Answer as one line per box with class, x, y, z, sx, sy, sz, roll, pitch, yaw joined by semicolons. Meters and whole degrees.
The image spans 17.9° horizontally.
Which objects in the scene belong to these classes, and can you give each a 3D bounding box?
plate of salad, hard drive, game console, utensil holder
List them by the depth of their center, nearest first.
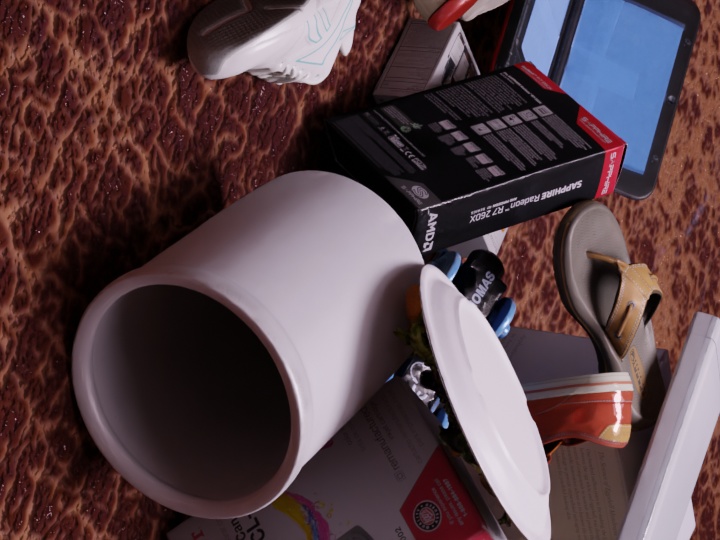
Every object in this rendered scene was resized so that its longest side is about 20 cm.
utensil holder;-0.065;0.043;1.495;0.200;0.169;0.172;-38;130;-54
plate of salad;0.075;0.092;1.511;0.201;0.048;0.201;61;13;-24
hard drive;0.245;0.150;1.789;0.132;0.026;0.201;68;41;-61
game console;0.197;-0.189;1.891;0.173;0.118;0.201;62;41;-59

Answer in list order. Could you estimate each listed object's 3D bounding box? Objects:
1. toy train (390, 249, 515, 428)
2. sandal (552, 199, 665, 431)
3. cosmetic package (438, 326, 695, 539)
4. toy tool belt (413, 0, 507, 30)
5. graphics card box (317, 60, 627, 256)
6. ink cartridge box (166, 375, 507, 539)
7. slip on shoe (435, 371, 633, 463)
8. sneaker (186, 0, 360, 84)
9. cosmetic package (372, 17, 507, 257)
toy train;0.041;0.070;1.743;0.087;0.114;0.201;39;65;-16
sandal;0.201;0.035;1.726;0.082;0.054;0.201;-40;120;-42
cosmetic package;0.158;0.162;1.895;0.123;0.198;0.201;-52;141;-41
toy tool belt;0.070;-0.258;1.742;0.123;0.125;0.200;52;34;4
graphics card box;0.082;-0.085;1.694;0.199;0.125;0.051;-18;136;-33
ink cartridge box;-0.011;0.192;1.554;0.199;0.148;0.086;-34;143;3
slip on shoe;0.122;0.120;1.744;0.074;0.199;0.062;3;77;-52
sneaker;-0.050;-0.158;1.569;0.200;0.070;0.081;-37;131;-53
cosmetic package;0.075;-0.102;1.829;0.083;0.050;0.201;-63;146;-29
